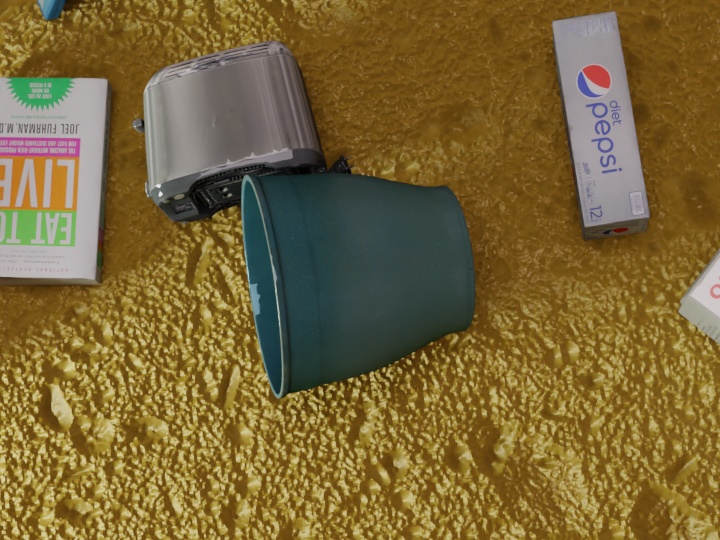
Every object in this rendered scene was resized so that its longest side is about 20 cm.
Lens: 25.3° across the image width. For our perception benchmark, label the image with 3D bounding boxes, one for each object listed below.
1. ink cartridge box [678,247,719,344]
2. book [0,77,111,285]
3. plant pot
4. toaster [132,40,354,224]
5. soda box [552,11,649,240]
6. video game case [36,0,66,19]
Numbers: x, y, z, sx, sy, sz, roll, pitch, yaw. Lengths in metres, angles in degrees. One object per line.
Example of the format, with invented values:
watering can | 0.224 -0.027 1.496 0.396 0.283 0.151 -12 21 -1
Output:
ink cartridge box | 0.409 0.033 1.448 0.199 0.084 0.146 37 86 10
book | -0.315 -0.088 1.573 0.132 0.048 0.202 0 78 2
plant pot | 0.000 0.000 1.453 0.186 0.200 0.202 -9 79 -10
toaster | -0.115 -0.133 1.521 0.198 0.114 0.131 -14 77 5
soda box | 0.224 -0.135 1.506 0.063 0.068 0.202 -9 79 6
video game case | -0.327 -0.368 1.576 0.018 0.143 0.201 -19 77 -30
